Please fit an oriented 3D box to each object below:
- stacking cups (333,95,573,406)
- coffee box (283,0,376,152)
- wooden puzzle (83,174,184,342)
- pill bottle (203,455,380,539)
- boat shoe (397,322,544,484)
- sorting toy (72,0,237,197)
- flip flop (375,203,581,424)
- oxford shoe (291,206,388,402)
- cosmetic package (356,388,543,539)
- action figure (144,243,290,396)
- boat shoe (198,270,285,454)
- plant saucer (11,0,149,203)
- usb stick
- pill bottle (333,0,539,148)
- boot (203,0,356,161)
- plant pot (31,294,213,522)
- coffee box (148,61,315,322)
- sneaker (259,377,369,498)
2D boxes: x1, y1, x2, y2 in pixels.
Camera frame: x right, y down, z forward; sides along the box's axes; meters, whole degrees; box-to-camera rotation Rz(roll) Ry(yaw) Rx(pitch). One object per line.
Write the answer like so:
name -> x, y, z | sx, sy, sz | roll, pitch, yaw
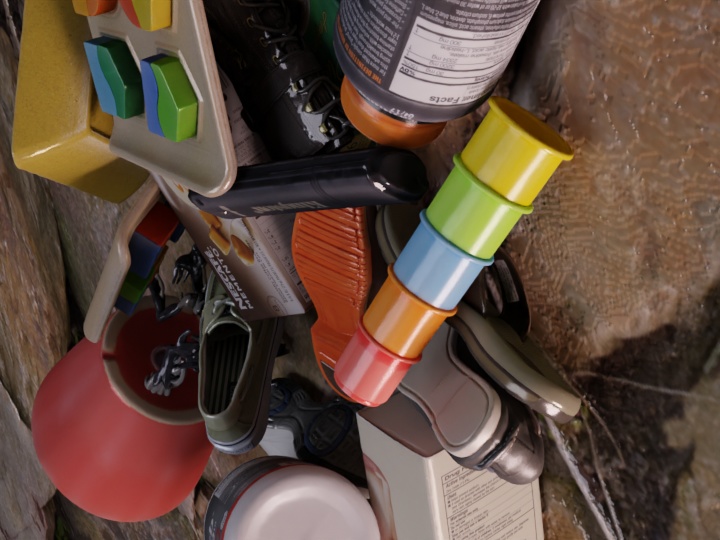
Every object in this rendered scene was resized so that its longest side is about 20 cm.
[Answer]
stacking cups -> 0.048, -0.007, 0.733 | 0.061, 0.060, 0.201 | 47, 116, 28
coffee box -> -0.043, -0.188, 0.854 | 0.201, 0.044, 0.123 | 54, 148, 21
wooden puzzle -> -0.174, -0.048, 1.062 | 0.046, 0.202, 0.185 | 26, 148, -7
pill bottle -> -0.061, 0.204, 0.935 | 0.117, 0.115, 0.200 | 66, 166, 0
boat shoe -> 0.069, 0.080, 0.806 | 0.057, 0.067, 0.200 | 39, -170, -21
sorting toy -> -0.152, -0.162, 0.818 | 0.184, 0.036, 0.203 | 25, 127, 52
flip flop -> 0.081, 0.015, 0.781 | 0.058, 0.081, 0.200 | -54, 48, 16
oxford shoe -> 0.000, 0.000, 0.880 | 0.071, 0.073, 0.202 | 29, 139, 32
cosmetic package -> 0.070, 0.182, 0.877 | 0.087, 0.103, 0.203 | 25, 129, 50
action figure -> -0.143, 0.063, 1.127 | 0.201, 0.118, 0.103 | 54, 139, 37
boat shoe -> -0.102, 0.053, 1.020 | 0.062, 0.071, 0.202 | 75, -171, -54
plant saucer -> -0.209, -0.167, 0.991 | 0.048, 0.200, 0.203 | 3, 85, 14
usb stick -> -0.039, -0.056, 0.790 | 0.198, 0.055, 0.033 | -2, 83, 46
pill bottle -> 0.045, -0.157, 0.675 | 0.107, 0.105, 0.201 | 53, 148, 20
boot -> -0.053, -0.158, 0.797 | 0.175, 0.069, 0.200 | 56, 153, 7
plant pot -> -0.220, 0.129, 1.231 | 0.202, 0.199, 0.178 | 57, 140, 14
coffee box -> -0.093, -0.067, 0.942 | 0.201, 0.079, 0.114 | 59, 152, -13
sneaker -> -0.031, 0.159, 1.071 | 0.199, 0.074, 0.088 | 22, 143, 56
